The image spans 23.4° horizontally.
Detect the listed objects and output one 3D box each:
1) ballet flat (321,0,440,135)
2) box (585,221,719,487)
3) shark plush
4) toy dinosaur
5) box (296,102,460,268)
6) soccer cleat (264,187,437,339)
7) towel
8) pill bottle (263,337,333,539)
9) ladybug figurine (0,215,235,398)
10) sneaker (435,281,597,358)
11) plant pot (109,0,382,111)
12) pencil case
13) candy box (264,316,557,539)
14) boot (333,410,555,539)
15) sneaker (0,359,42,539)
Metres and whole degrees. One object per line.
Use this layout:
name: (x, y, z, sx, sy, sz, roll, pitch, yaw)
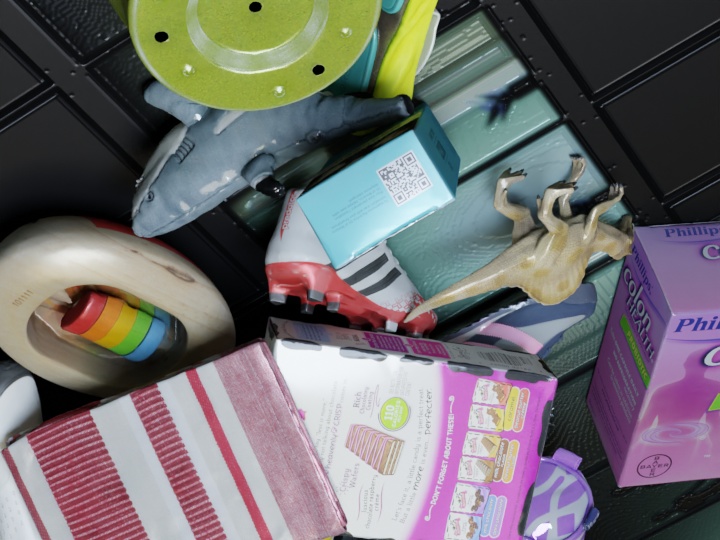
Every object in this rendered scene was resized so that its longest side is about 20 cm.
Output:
ballet flat: (0.025, -0.169, 1.085, 0.067, 0.067, 0.200, -16, 143, -30)
box: (0.288, 0.064, 1.353, 0.176, 0.097, 0.200, -3, 134, -12)
shark plush: (-0.053, -0.072, 1.102, 0.200, 0.083, 0.091, -5, 143, 19)
toy dinosaur: (0.126, -0.019, 1.226, 0.200, 0.058, 0.101, -18, 118, -25)
box: (0.015, -0.058, 1.091, 0.082, 0.200, 0.049, -30, 96, 8)
soccer cleat: (0.000, 0.000, 1.235, 0.069, 0.085, 0.200, -1, 165, 32)
towel: (-0.125, 0.143, 1.170, 0.200, 0.023, 0.144, -21, 99, 11)
pill bottle: (-0.064, 0.146, 1.326, 0.112, 0.112, 0.200, -1, 134, -15)
ladybug figurine: (-0.172, 0.023, 1.202, 0.136, 0.072, 0.200, -39, 131, 23)
sneaker: (0.100, 0.077, 1.295, 0.200, 0.082, 0.070, -26, 171, -12)
plant pot: (-0.068, -0.193, 0.934, 0.200, 0.193, 0.200, -8, 135, -8)
pencil case: (0.146, 0.217, 1.444, 0.084, 0.086, 0.200, 21, 154, 10)
candy box: (0.023, 0.116, 1.213, 0.200, 0.061, 0.136, 9, 102, -11)
boot: (0.059, 0.144, 1.393, 0.162, 0.073, 0.198, -5, 137, -19)
sneaker: (-0.233, 0.157, 1.226, 0.080, 0.074, 0.200, 13, 116, 30)
